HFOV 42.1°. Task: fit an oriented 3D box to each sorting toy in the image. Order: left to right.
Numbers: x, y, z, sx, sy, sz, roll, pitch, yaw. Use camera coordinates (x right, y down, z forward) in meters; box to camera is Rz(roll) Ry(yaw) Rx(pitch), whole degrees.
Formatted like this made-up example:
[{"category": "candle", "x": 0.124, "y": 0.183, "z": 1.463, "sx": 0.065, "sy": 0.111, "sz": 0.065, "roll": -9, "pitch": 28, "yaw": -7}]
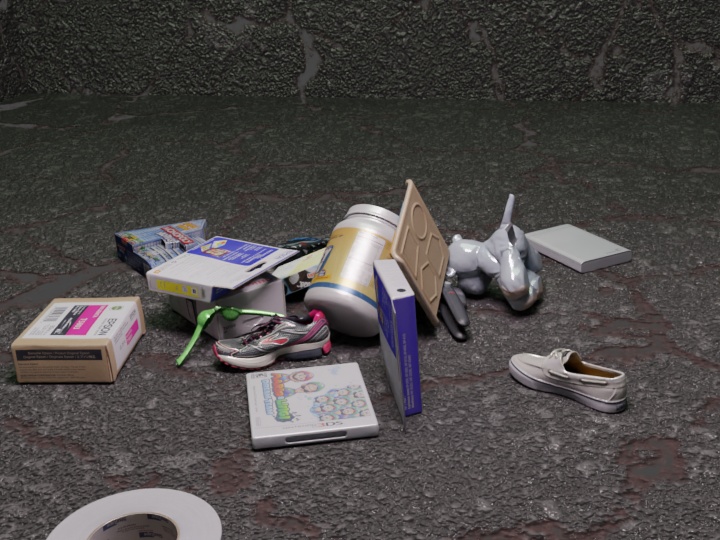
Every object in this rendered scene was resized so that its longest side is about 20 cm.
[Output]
[{"category": "sorting toy", "x": 0.101, "y": -0.030, "z": 1.632, "sx": 0.036, "sy": 0.185, "sz": 0.200, "roll": -12, "pitch": 44, "yaw": 24}]

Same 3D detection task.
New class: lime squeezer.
[{"category": "lime squeezer", "x": -0.233, "y": 0.089, "z": 1.600, "sx": 0.200, "sy": 0.038, "sz": 0.071, "roll": -23, "pitch": 56, "yaw": -17}]

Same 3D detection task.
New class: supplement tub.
[{"category": "supplement tub", "x": 0.000, "y": 0.000, "z": 1.638, "sx": 0.145, "sy": 0.145, "sz": 0.200, "roll": 9, "pitch": 63, "yaw": 27}]

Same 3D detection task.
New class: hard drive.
[{"category": "hard drive", "x": 0.454, "y": -0.049, "z": 1.978, "sx": 0.132, "sy": 0.027, "sz": 0.200, "roll": -13, "pitch": 25, "yaw": -24}]

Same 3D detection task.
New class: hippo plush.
[{"category": "hippo plush", "x": 0.235, "y": -0.004, "z": 1.729, "sx": 0.161, "sy": 0.200, "sz": 0.159, "roll": -11, "pitch": 45, "yaw": 26}]

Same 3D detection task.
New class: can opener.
[{"category": "can opener", "x": 0.163, "y": 0.060, "z": 1.687, "sx": 0.079, "sy": 0.063, "sz": 0.200, "roll": -4, "pitch": 21, "yaw": -5}]

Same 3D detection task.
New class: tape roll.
[{"category": "tape roll", "x": -0.253, "y": 0.330, "z": 1.053, "sx": 0.200, "sy": 0.066, "sz": 0.200, "roll": -3, "pitch": 22, "yaw": 1}]

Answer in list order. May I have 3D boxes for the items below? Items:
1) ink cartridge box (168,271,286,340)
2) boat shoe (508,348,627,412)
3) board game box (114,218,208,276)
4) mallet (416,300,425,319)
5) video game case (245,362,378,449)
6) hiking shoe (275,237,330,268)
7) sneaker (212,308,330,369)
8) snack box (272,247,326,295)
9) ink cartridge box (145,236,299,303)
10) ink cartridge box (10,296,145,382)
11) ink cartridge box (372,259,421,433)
[{"category": "ink cartridge box", "x": -0.251, "y": 0.044, "z": 1.741, "sx": 0.145, "sy": 0.084, "sz": 0.200, "roll": -19, "pitch": 28, "yaw": -33}, {"category": "boat shoe", "x": 0.315, "y": 0.152, "z": 1.431, "sx": 0.071, "sy": 0.070, "sz": 0.200, "roll": -22, "pitch": 29, "yaw": -39}, {"category": "board game box", "x": -0.399, "y": -0.052, "z": 2.029, "sx": 0.200, "sy": 0.062, "sz": 0.200, "roll": -18, "pitch": 26, "yaw": -32}, {"category": "mallet", "x": 0.089, "y": -0.006, "z": 1.729, "sx": 0.066, "sy": 0.200, "sz": 0.041, "roll": -5, "pitch": -21, "yaw": 21}, {"category": "video game case", "x": -0.078, "y": 0.200, "z": 1.415, "sx": 0.182, "sy": 0.024, "sz": 0.200, "roll": -5, "pitch": 22, "yaw": -8}, {"category": "hiking shoe", "x": -0.083, "y": -0.044, "z": 1.958, "sx": 0.200, "sy": 0.074, "sz": 0.087, "roll": 2, "pitch": 23, "yaw": 12}, {"category": "sneaker", "x": -0.151, "y": 0.112, "z": 1.575, "sx": 0.200, "sy": 0.075, "sz": 0.081, "roll": -10, "pitch": 23, "yaw": -17}, {"category": "snack box", "x": -0.090, "y": -0.005, "z": 1.806, "sx": 0.200, "sy": 0.037, "sz": 0.116, "roll": -22, "pitch": 14, "yaw": 23}, {"category": "ink cartridge box", "x": -0.244, "y": 0.000, "z": 1.683, "sx": 0.200, "sy": 0.047, "sz": 0.198, "roll": 12, "pitch": 27, "yaw": 30}, {"category": "ink cartridge box", "x": -0.478, "y": 0.116, "z": 1.603, "sx": 0.165, "sy": 0.075, "sz": 0.200, "roll": -2, "pitch": 21, "yaw": 4}, {"category": "ink cartridge box", "x": 0.060, "y": 0.108, "z": 1.400, "sx": 0.043, "sy": 0.198, "sz": 0.200, "roll": -8, "pitch": 23, "yaw": -5}]
